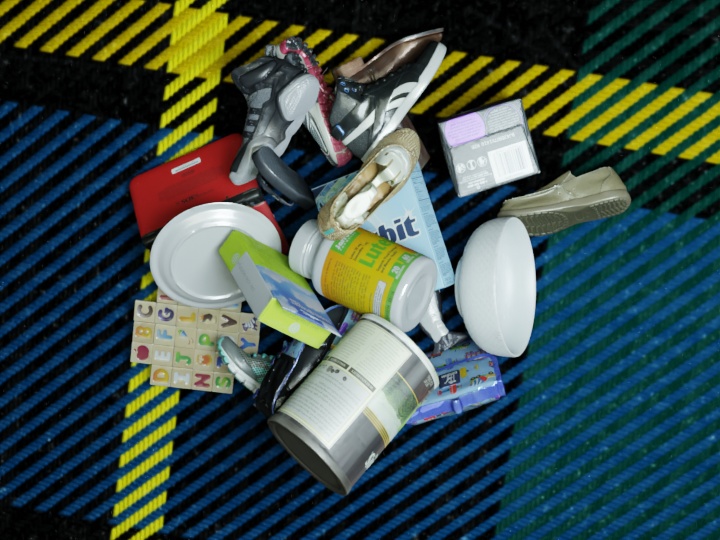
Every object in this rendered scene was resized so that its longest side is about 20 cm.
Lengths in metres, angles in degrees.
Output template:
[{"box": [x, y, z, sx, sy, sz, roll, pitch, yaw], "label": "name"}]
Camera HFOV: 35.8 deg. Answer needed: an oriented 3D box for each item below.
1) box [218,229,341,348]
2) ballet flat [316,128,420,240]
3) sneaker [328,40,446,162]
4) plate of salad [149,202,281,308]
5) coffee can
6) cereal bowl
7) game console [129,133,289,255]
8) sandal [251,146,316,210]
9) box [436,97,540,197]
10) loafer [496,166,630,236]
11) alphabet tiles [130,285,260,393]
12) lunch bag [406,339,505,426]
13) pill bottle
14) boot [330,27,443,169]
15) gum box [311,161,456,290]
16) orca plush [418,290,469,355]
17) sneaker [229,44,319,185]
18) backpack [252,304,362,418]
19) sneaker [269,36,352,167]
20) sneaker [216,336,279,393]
[{"box": [-0.115, 0.031, 1.578, 0.121, 0.201, 0.048, 28, 107, -39], "label": "box"}, {"box": [0.022, -0.117, 1.538, 0.070, 0.065, 0.201, 43, 79, -15], "label": "ballet flat"}, {"box": [0.027, -0.262, 1.584, 0.111, 0.073, 0.201, 35, 97, -5], "label": "sneaker"}, {"box": [-0.216, -0.026, 1.667, 0.197, 0.048, 0.202, -9, 132, -10], "label": "plate of salad"}, {"box": [-0.009, 0.180, 1.519, 0.146, 0.146, 0.200, 44, 71, -4], "label": "coffee can"}, {"box": [0.191, 0.025, 1.630, 0.082, 0.200, 0.204, -2, 100, 25], "label": "cereal bowl"}, {"box": [-0.233, -0.084, 1.721, 0.197, 0.119, 0.175, -22, 66, 6], "label": "game console"}, {"box": [-0.113, -0.121, 1.616, 0.043, 0.200, 0.077, -32, 71, 7], "label": "sandal"}, {"box": [0.178, -0.178, 1.586, 0.120, 0.200, 0.108, -16, 98, 6], "label": "box"}, {"box": [0.300, -0.104, 1.659, 0.197, 0.076, 0.068, -9, 61, 13], "label": "loafer"}, {"box": [-0.257, 0.106, 1.742, 0.196, 0.006, 0.169, 7, 104, -5], "label": "alphabet tiles"}, {"box": [0.137, 0.178, 1.645, 0.148, 0.200, 0.096, -16, 98, 6], "label": "lunch bag"}, {"box": [0.000, 0.000, 1.583, 0.198, 0.111, 0.113, 24, 101, 25], "label": "pill bottle"}, {"box": [0.072, -0.238, 1.657, 0.184, 0.064, 0.203, -23, 99, 8], "label": "boot"}, {"box": [0.033, -0.052, 1.645, 0.168, 0.044, 0.203, -18, 90, 32], "label": "gum box"}, {"box": [0.105, 0.024, 1.685, 0.105, 0.071, 0.201, -48, 67, 26], "label": "orca plush"}, {"box": [-0.150, -0.228, 1.616, 0.114, 0.075, 0.201, 44, 113, 14], "label": "sneaker"}, {"box": [-0.044, 0.155, 1.657, 0.181, 0.134, 0.202, 31, 77, -22], "label": "backpack"}, {"box": [-0.074, -0.245, 1.662, 0.074, 0.080, 0.202, -25, 96, 35], "label": "sneaker"}, {"box": [-0.135, 0.158, 1.731, 0.200, 0.078, 0.092, 42, 84, -14], "label": "sneaker"}]
